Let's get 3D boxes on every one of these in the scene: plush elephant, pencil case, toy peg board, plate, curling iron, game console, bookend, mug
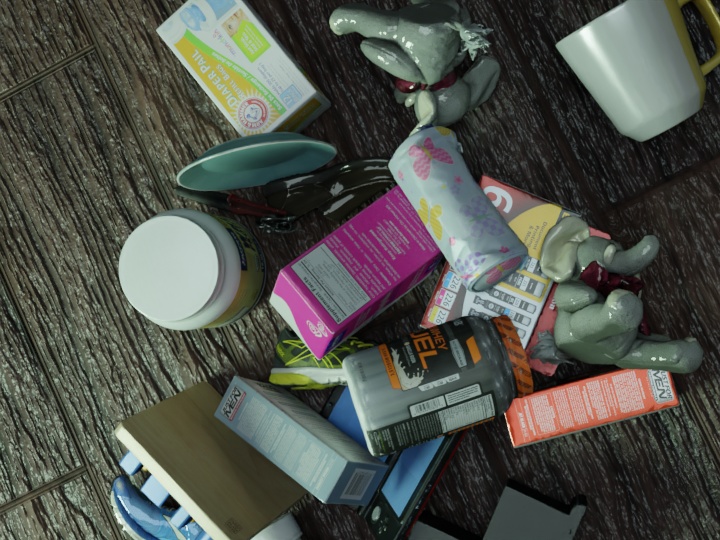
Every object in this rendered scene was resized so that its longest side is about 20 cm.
[{"bbox_3d":[0.083,-0.245,1.447,0.200,0.164,0.156,31,136,39],"label":"plush elephant"},{"bbox_3d":[0.114,-0.072,1.379,0.090,0.083,0.201,-19,68,-31],"label":"pencil case"},{"bbox_3d":[-0.198,0.261,1.455,0.200,0.199,0.098,44,113,10],"label":"toy peg board"},{"bbox_3d":[-0.127,-0.137,1.443,0.199,0.200,0.026,-13,83,9],"label":"plate"},{"bbox_3d":[-0.163,-0.083,1.502,0.199,0.049,0.026,21,112,33],"label":"curling iron"},{"bbox_3d":[0.024,0.212,1.456,0.118,0.172,0.201,28,94,-18],"label":"game console"},{"bbox_3d":[0.283,0.024,1.341,0.164,0.199,0.156,28,66,-30],"label":"plush elephant"},{"bbox_3d":[0.147,0.332,1.441,0.199,0.092,0.200,23,92,10],"label":"bookend"},{"bbox_3d":[0.348,-0.248,1.399,0.186,0.149,0.154,-29,92,14],"label":"mug"}]

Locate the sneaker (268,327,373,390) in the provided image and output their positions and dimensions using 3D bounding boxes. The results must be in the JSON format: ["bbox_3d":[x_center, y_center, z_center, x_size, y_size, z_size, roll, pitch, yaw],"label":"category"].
[{"bbox_3d":[-0.031,0.101,1.465,0.199,0.074,0.085,-7,78,28],"label":"sneaker"}]

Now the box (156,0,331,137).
[{"bbox_3d":[-0.145,-0.256,1.497,0.112,0.101,0.200,-41,83,6],"label":"box"}]

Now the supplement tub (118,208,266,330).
[{"bbox_3d":[-0.204,0.000,1.451,0.143,0.200,0.146,0,89,9],"label":"supplement tub"}]

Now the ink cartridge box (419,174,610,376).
[{"bbox_3d":[0.192,0.010,1.445,0.174,0.084,0.201,22,92,9],"label":"ink cartridge box"}]

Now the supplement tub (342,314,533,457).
[{"bbox_3d":[0.088,0.126,1.348,0.199,0.123,0.123,-19,86,-3],"label":"supplement tub"}]

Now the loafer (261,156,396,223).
[{"bbox_3d":[-0.024,-0.097,1.495,0.198,0.073,0.072,-12,91,19],"label":"loafer"}]

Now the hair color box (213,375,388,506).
[{"bbox_3d":[-0.073,0.207,1.441,0.199,0.099,0.061,33,96,33],"label":"hair color box"}]

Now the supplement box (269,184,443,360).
[{"bbox_3d":[0.000,0.000,1.424,0.199,0.101,0.104,-36,79,-22],"label":"supplement box"}]

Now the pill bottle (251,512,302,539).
[{"bbox_3d":[-0.076,0.410,1.463,0.119,0.120,0.201,-30,84,7],"label":"pill bottle"}]

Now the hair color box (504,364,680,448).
[{"bbox_3d":[0.274,0.155,1.420,0.198,0.101,0.062,-15,86,8],"label":"hair color box"}]

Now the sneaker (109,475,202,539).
[{"bbox_3d":[-0.236,0.327,1.521,0.200,0.079,0.089,40,88,0],"label":"sneaker"}]
